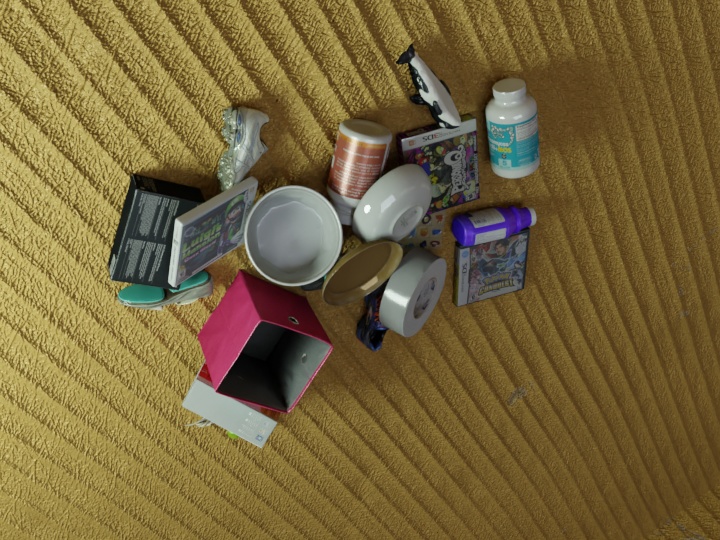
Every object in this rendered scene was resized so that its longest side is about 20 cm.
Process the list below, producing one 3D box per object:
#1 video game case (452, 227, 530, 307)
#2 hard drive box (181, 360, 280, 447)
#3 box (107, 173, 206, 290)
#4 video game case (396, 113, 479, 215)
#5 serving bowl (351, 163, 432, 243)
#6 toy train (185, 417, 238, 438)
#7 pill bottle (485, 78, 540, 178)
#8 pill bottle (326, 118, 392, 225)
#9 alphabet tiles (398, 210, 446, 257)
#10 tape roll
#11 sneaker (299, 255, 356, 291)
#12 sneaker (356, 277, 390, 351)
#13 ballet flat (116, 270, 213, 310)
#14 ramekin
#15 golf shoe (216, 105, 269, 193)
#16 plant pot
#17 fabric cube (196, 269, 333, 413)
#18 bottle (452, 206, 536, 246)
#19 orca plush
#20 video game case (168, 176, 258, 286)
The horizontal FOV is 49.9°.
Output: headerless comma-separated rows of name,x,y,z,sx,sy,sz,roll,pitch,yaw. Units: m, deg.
video game case,0.327,-0.010,1.932,0.198,0.026,0.182,-13,125,-16
hard drive box,-0.276,0.281,1.714,0.199,0.156,0.077,29,108,-8
box,-0.403,-0.072,1.524,0.140,0.079,0.201,12,114,-28
video game case,0.175,-0.228,1.712,0.180,0.036,0.201,-17,124,-13
serving bowl,0.079,-0.124,1.620,0.199,0.066,0.201,-34,152,-20
toy train,-0.313,0.362,1.849,0.198,0.085,0.116,-18,139,-14
pill bottle,0.332,-0.312,1.688,0.110,0.111,0.201,-21,126,-11
pill bottle,-0.009,-0.202,1.601,0.111,0.112,0.201,1,120,-25
alphabet tiles,0.120,-0.101,1.791,0.165,0.006,0.202,-7,123,-21
tape roll,0.123,0.051,1.782,0.200,0.066,0.201,-48,153,-34
sneaker,-0.040,0.010,1.734,0.198,0.091,0.078,-17,125,-14
sneaker,0.047,0.105,1.843,0.075,0.079,0.201,-3,122,-23
ballet flat,-0.403,0.054,1.614,0.198,0.068,0.064,-14,136,-15
ramekin,-0.140,-0.071,1.587,0.198,0.105,0.202,0,92,-10
golf shoe,-0.225,-0.220,1.517,0.096,0.078,0.201,-4,123,-30
plant pot,0.000,0.000,1.631,0.199,0.028,0.201,-29,155,-15
fabric cube,-0.210,0.155,1.682,0.195,0.200,0.201,24,109,-33
bottle,0.319,-0.111,1.828,0.198,0.084,0.066,-13,125,-18
orca plush,0.127,-0.362,1.590,0.071,0.106,0.200,-22,138,31
video game case,-0.288,-0.076,1.512,0.200,0.023,0.182,-37,159,-39
